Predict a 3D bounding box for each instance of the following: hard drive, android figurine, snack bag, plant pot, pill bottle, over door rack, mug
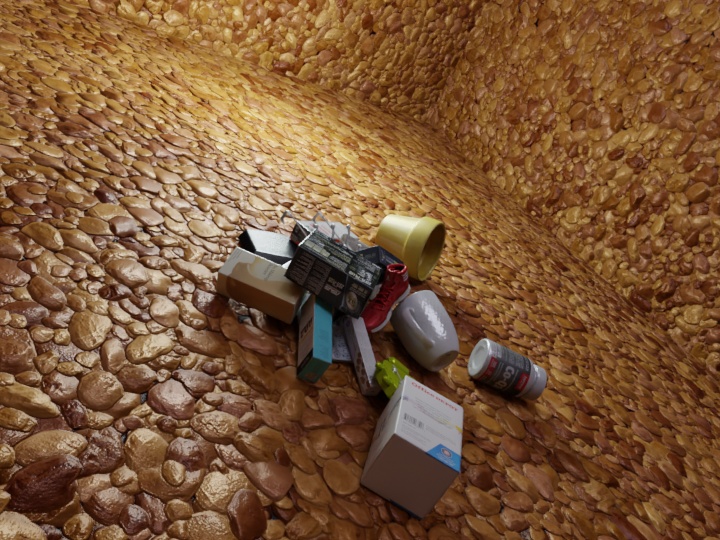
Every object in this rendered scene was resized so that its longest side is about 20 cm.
[{"bbox_3d":[-0.230,-0.055,1.718,0.197,0.043,0.136,10,32,-36],"label":"hard drive"},{"bbox_3d":[0.103,0.272,1.415,0.199,0.041,0.183,40,13,-34],"label":"android figurine"},{"bbox_3d":[-0.072,0.137,1.520,0.186,0.021,0.203,11,44,-35],"label":"snack bag"},{"bbox_3d":[0.158,-0.093,2.052,0.186,0.205,0.200,23,21,25],"label":"plant pot"},{"bbox_3d":[0.408,0.279,1.718,0.197,0.115,0.115,25,26,-11],"label":"pill bottle"},{"bbox_3d":[-0.102,-0.110,1.675,0.199,0.067,0.146,41,25,30],"label":"over door rack"},{"bbox_3d":[0.167,0.159,1.615,0.199,0.147,0.177,36,20,-56],"label":"mug"}]

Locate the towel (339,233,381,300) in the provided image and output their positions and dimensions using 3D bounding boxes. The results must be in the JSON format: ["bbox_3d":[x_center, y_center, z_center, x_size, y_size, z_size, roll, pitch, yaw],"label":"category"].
[{"bbox_3d":[0.008,-0.003,1.776,0.197,0.134,0.035,28,10,-5],"label":"towel"}]

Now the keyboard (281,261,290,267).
[{"bbox_3d":[-0.173,-0.002,1.630,0.056,0.011,0.200,40,27,6],"label":"keyboard"}]

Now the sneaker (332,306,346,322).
[{"bbox_3d":[-0.033,0.083,1.534,0.083,0.076,0.201,30,30,-1],"label":"sneaker"}]

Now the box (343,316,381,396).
[{"bbox_3d":[0.005,0.200,1.469,0.041,0.039,0.203,13,43,-34],"label":"box"}]

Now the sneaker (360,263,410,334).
[{"bbox_3d":[0.055,0.057,1.563,0.077,0.117,0.201,20,51,25],"label":"sneaker"}]

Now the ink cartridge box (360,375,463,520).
[{"bbox_3d":[0.108,0.347,1.238,0.145,0.146,0.201,30,25,-1],"label":"ink cartridge box"}]

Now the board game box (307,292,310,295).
[{"bbox_3d":[-0.160,0.063,1.589,0.197,0.035,0.136,7,35,-40],"label":"board game box"}]

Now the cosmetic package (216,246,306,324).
[{"bbox_3d":[-0.230,0.034,1.464,0.196,0.072,0.106,21,43,4],"label":"cosmetic package"}]

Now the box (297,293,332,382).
[{"bbox_3d":[-0.102,0.143,1.400,0.048,0.083,0.203,20,41,-21],"label":"box"}]

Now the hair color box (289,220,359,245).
[{"bbox_3d":[-0.102,-0.094,1.809,0.101,0.062,0.198,40,23,29],"label":"hair color box"}]

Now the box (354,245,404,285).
[{"bbox_3d":[0.000,0.000,1.654,0.157,0.196,0.052,27,53,-57],"label":"box"}]

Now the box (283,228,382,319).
[{"bbox_3d":[-0.059,0.005,1.456,0.197,0.087,0.164,30,19,-1],"label":"box"}]
